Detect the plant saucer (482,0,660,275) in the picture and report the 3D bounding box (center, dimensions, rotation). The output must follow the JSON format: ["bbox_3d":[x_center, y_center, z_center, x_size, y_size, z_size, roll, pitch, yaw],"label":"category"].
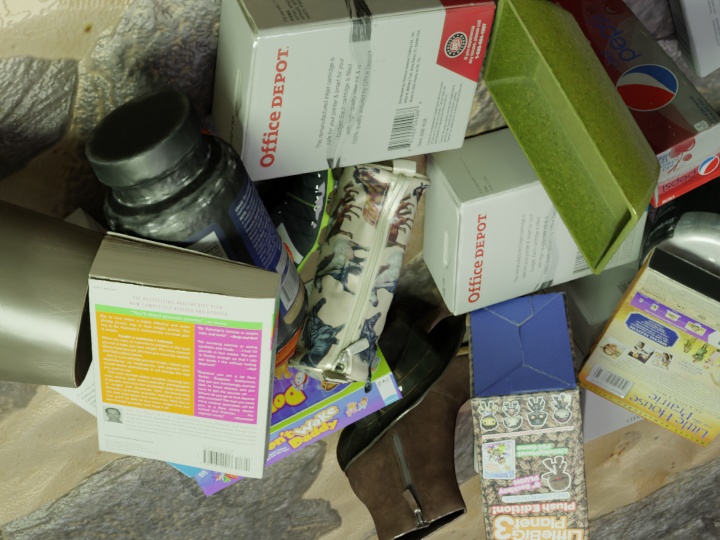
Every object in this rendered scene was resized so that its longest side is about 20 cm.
[{"bbox_3d":[0.171,-0.112,1.174,0.047,0.202,0.200,-28,169,-6],"label":"plant saucer"}]

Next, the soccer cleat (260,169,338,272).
[{"bbox_3d":[-0.077,-0.032,1.272,0.080,0.068,0.201,11,127,-18],"label":"soccer cleat"}]

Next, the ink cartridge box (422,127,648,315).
[{"bbox_3d":[0.162,-0.058,1.364,0.197,0.086,0.148,-15,139,-13],"label":"ink cartridge box"}]

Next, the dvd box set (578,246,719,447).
[{"bbox_3d":[0.293,0.075,1.349,0.145,0.030,0.201,26,144,5],"label":"dvd box set"}]

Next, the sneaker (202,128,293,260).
[{"bbox_3d":[-0.106,-0.039,1.218,0.072,0.077,0.202,-23,124,-4],"label":"sneaker"}]

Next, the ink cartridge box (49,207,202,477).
[{"bbox_3d":[-0.189,0.063,1.240,0.083,0.146,0.200,-36,140,8],"label":"ink cartridge box"}]

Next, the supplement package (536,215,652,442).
[{"bbox_3d":[0.257,0.058,1.516,0.120,0.120,0.201,-20,140,-11],"label":"supplement package"}]

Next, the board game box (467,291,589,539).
[{"bbox_3d":[0.156,0.150,1.377,0.095,0.160,0.202,-5,122,6],"label":"board game box"}]

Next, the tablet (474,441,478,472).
[{"bbox_3d":[0.222,0.163,1.694,0.197,0.014,0.131,-17,140,-12],"label":"tablet"}]

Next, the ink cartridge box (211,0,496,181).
[{"bbox_3d":[-0.010,-0.161,1.154,0.197,0.084,0.145,-11,138,-22],"label":"ink cartridge box"}]

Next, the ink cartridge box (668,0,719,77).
[{"bbox_3d":[0.351,-0.287,1.265,0.198,0.041,0.200,-30,141,1],"label":"ink cartridge box"}]

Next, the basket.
[{"bbox_3d":[-0.288,0.011,1.070,0.197,0.137,0.182,12,136,-2],"label":"basket"}]

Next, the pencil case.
[{"bbox_3d":[0.000,0.000,1.272,0.077,0.089,0.203,17,90,-26],"label":"pencil case"}]

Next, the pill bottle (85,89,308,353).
[{"bbox_3d":[-0.123,-0.029,1.104,0.111,0.112,0.201,-26,125,-2],"label":"pill bottle"}]

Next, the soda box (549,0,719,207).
[{"bbox_3d":[0.218,-0.149,1.208,0.069,0.201,0.064,-25,141,-4],"label":"soda box"}]

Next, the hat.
[{"bbox_3d":[0.016,0.095,1.431,0.081,0.201,0.201,39,112,-8],"label":"hat"}]

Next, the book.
[{"bbox_3d":[-0.129,0.072,1.090,0.132,0.048,0.202,11,134,2],"label":"book"}]

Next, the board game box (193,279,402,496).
[{"bbox_3d":[-0.078,0.100,1.353,0.198,0.135,0.045,-27,142,-3],"label":"board game box"}]

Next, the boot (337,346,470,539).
[{"bbox_3d":[0.080,0.182,1.506,0.198,0.167,0.073,-30,138,3],"label":"boot"}]

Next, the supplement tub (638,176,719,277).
[{"bbox_3d":[0.338,-0.046,1.382,0.121,0.201,0.124,15,134,16],"label":"supplement tub"}]
